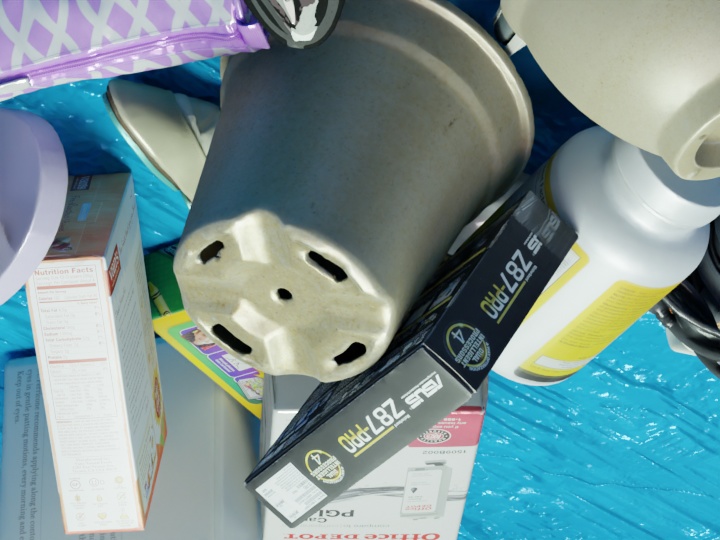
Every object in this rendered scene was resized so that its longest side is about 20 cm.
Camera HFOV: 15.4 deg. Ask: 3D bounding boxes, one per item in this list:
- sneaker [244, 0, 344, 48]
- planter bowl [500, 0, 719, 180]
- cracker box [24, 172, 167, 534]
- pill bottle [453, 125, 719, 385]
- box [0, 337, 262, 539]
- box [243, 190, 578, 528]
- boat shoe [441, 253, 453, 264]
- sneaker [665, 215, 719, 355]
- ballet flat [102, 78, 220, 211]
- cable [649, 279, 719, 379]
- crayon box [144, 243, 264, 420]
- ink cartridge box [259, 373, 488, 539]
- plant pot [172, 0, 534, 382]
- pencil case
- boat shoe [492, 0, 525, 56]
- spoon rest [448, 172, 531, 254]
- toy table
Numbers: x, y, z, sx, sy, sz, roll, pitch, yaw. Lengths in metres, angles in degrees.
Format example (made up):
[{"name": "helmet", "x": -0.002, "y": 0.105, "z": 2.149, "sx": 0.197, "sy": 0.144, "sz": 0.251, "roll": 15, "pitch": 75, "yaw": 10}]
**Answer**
[{"name": "sneaker", "x": -0.040, "y": -0.186, "z": 1.418, "sx": 0.071, "sy": 0.083, "sz": 0.200, "roll": 0, "pitch": 144, "yaw": -1}, {"name": "planter bowl", "x": 0.195, "y": -0.135, "z": 1.467, "sx": 0.200, "sy": 0.135, "sz": 0.200, "roll": -23, "pitch": 160, "yaw": -9}, {"name": "cracker box", "x": -0.171, "y": 0.053, "z": 1.739, "sx": 0.058, "sy": 0.134, "sz": 0.200, "roll": -3, "pitch": 115, "yaw": 5}, {"name": "pill bottle", "x": 0.146, "y": -0.020, "z": 1.663, "sx": 0.112, "sy": 0.112, "sz": 0.200, "roll": 17, "pitch": 141, "yaw": -26}, {"name": "box", "x": -0.154, "y": 0.182, "z": 1.951, "sx": 0.171, "sy": 0.199, "sz": 0.200, "roll": -9, "pitch": 148, "yaw": 12}, {"name": "box", "x": 0.029, "y": 0.055, "z": 1.607, "sx": 0.049, "sy": 0.161, "sz": 0.200, "roll": 42, "pitch": 135, "yaw": -7}, {"name": "boat shoe", "x": 0.000, "y": 0.000, "z": 1.735, "sx": 0.200, "sy": 0.074, "sz": 0.076, "roll": 26, "pitch": 138, "yaw": -24}, {"name": "sneaker", "x": 0.244, "y": 0.005, "z": 1.802, "sx": 0.079, "sy": 0.078, "sz": 0.200, "roll": -8, "pitch": 148, "yaw": 0}, {"name": "ballet flat", "x": -0.099, "y": -0.071, "z": 1.702, "sx": 0.069, "sy": 0.069, "sz": 0.200, "roll": -11, "pitch": 147, "yaw": 15}, {"name": "cable", "x": 0.241, "y": -0.009, "z": 1.709, "sx": 0.163, "sy": 0.051, "sz": 0.200, "roll": -32, "pitch": 93, "yaw": 45}, {"name": "crayon box", "x": -0.050, "y": 0.041, "z": 1.867, "sx": 0.119, "sy": 0.058, "sz": 0.200, "roll": -18, "pitch": 143, "yaw": 23}, {"name": "ink cartridge box", "x": 0.006, "y": 0.114, "z": 1.850, "sx": 0.146, "sy": 0.083, "sz": 0.200, "roll": 0, "pitch": 147, "yaw": -4}, {"name": "plant pot", "x": -0.019, "y": -0.044, "z": 1.570, "sx": 0.200, "sy": 0.184, "sz": 0.200, "roll": 13, "pitch": 138, "yaw": 13}, {"name": "pencil case", "x": -0.150, "y": -0.147, "z": 1.553, "sx": 0.200, "sy": 0.086, "sz": 0.084, "roll": -13, "pitch": 133, "yaw": 15}, {"name": "boat shoe", "x": 0.114, "y": -0.195, "z": 1.530, "sx": 0.062, "sy": 0.073, "sz": 0.200, "roll": 46, "pitch": 150, "yaw": 8}, {"name": "spoon rest", "x": 0.084, "y": -0.003, "z": 1.802, "sx": 0.099, "sy": 0.061, "sz": 0.200, "roll": 1, "pitch": 148, "yaw": -4}, {"name": "toy table", "x": -0.281, "y": -0.039, "z": 1.648, "sx": 0.117, "sy": 0.184, "sz": 0.200, "roll": 8, "pitch": 149, "yaw": -38}]
